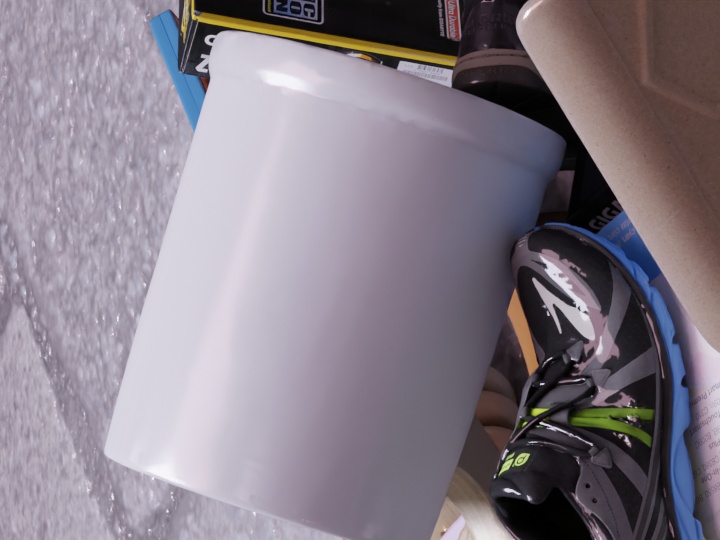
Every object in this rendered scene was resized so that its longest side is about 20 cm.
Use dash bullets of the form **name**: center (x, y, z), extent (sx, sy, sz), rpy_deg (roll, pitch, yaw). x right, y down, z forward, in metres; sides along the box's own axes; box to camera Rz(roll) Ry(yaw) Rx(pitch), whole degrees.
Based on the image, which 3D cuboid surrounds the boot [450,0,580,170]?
- **boot**: center (0.092, -0.134, 1.342), extent (0.073, 0.200, 0.152), rpy_deg (-5, 78, 21)

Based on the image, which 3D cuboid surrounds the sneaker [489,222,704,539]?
- **sneaker**: center (0.094, 0.072, 1.144), extent (0.071, 0.082, 0.201), rpy_deg (141, 125, -59)

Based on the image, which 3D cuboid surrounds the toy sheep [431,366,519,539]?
- **toy sheep**: center (0.030, 0.098, 1.487), extent (0.200, 0.137, 0.138), rpy_deg (47, 132, 35)

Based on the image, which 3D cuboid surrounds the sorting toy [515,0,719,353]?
- **sorting toy**: center (0.181, -0.089, 1.068), extent (0.186, 0.200, 0.036), rpy_deg (56, 176, -24)

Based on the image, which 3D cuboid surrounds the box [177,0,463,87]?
- **box**: center (-0.019, -0.178, 1.475), extent (0.049, 0.159, 0.201), rpy_deg (109, 165, -46)

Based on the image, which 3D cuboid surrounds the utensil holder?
- **utensil holder**: center (-0.014, 0.012, 1.227), extent (0.170, 0.169, 0.201), rpy_deg (14, 87, 60)

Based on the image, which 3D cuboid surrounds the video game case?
- **video game case**: center (-0.057, -0.053, 1.612), extent (0.018, 0.200, 0.144), rpy_deg (-30, 54, 7)

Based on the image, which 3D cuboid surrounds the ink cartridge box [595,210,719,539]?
- **ink cartridge box**: center (0.190, 0.064, 1.187), extent (0.125, 0.128, 0.201), rpy_deg (-43, 53, 54)

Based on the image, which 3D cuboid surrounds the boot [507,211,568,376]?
- **boot**: center (0.103, 0.051, 1.410), extent (0.200, 0.073, 0.156), rpy_deg (-163, 70, -63)

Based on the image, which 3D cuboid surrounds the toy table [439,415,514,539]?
- **toy table**: center (0.071, 0.146, 1.294), extent (0.200, 0.117, 0.185), rpy_deg (-39, 52, 27)

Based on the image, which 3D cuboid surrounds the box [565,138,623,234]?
- **box**: center (0.172, -0.136, 1.220), extent (0.199, 0.049, 0.201), rpy_deg (-45, 27, 56)
